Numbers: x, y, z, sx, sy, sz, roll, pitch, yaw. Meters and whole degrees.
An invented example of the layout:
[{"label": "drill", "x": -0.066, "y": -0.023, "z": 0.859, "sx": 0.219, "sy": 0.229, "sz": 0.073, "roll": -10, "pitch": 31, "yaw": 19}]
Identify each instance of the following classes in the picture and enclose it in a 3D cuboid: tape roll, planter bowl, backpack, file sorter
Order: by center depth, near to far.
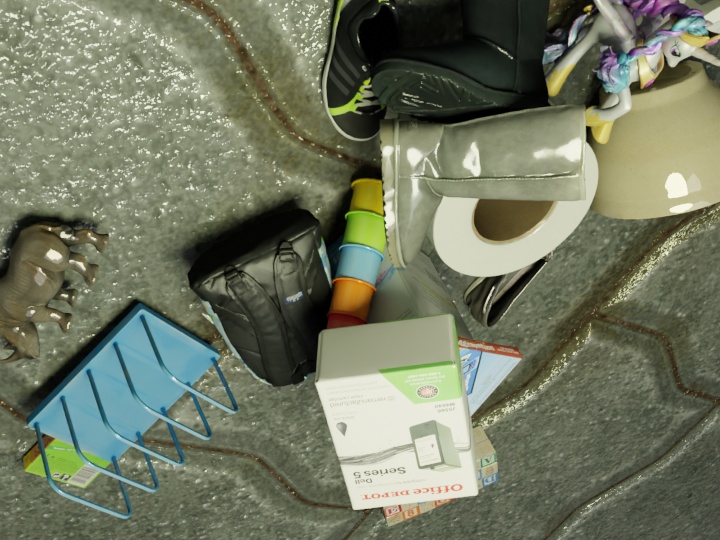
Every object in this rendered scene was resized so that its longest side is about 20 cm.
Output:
[{"label": "tape roll", "x": 0.147, "y": -0.113, "z": 1.093, "sx": 0.201, "sy": 0.140, "sz": 0.204, "roll": -14, "pitch": 135, "yaw": -14}, {"label": "backpack", "x": -0.096, "y": 0.041, "z": 1.130, "sx": 0.162, "sy": 0.154, "sz": 0.201, "roll": -28, "pitch": 116, "yaw": -6}, {"label": "planter bowl", "x": 0.352, "y": -0.163, "z": 1.133, "sx": 0.199, "sy": 0.200, "sz": 0.136, "roll": -21, "pitch": 110, "yaw": -8}, {"label": "file sorter", "x": -0.262, "y": 0.171, "z": 1.134, "sx": 0.200, "sy": 0.123, "sz": 0.139, "roll": -44, "pitch": 135, "yaw": 7}]

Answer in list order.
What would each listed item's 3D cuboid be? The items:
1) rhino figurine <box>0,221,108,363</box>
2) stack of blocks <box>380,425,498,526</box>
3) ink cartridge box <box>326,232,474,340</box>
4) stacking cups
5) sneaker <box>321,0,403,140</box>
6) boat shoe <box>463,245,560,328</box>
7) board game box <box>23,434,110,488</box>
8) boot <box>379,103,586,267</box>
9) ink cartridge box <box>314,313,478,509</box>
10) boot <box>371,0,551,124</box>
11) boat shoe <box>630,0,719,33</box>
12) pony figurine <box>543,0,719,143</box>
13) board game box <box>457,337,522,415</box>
[{"label": "rhino figurine", "x": -0.347, "y": 0.028, "z": 1.032, "sx": 0.087, "sy": 0.060, "sz": 0.200, "roll": 22, "pitch": 121, "yaw": -24}, {"label": "stack of blocks", "x": 0.118, "y": 0.323, "z": 1.556, "sx": 0.199, "sy": 0.059, "sz": 0.116, "roll": -20, "pitch": 137, "yaw": -8}, {"label": "ink cartridge box", "x": 0.054, "y": 0.048, "z": 1.154, "sx": 0.085, "sy": 0.201, "sz": 0.144, "roll": -41, "pitch": 136, "yaw": 15}, {"label": "stacking cups", "x": 0.000, "y": 0.000, "z": 1.092, "sx": 0.060, "sy": 0.202, "sz": 0.061, "roll": 10, "pitch": 165, "yaw": 3}, {"label": "sneaker", "x": 0.004, "y": -0.203, "z": 0.974, "sx": 0.071, "sy": 0.083, "sz": 0.201, "roll": -14, "pitch": 136, "yaw": -14}, {"label": "boat shoe", "x": 0.219, "y": -0.004, "z": 1.295, "sx": 0.067, "sy": 0.057, "sz": 0.200, "roll": 19, "pitch": 120, "yaw": -39}, {"label": "board game box", "x": -0.328, "y": 0.197, "z": 1.230, "sx": 0.200, "sy": 0.030, "sz": 0.095, "roll": -42, "pitch": 135, "yaw": 17}, {"label": "boot", "x": 0.120, "y": -0.080, "z": 0.953, "sx": 0.198, "sy": 0.073, "sz": 0.183, "roll": -3, "pitch": 131, "yaw": 1}, {"label": "ink cartridge box", "x": 0.043, "y": 0.155, "z": 1.034, "sx": 0.144, "sy": 0.084, "sz": 0.201, "roll": -8, "pitch": 127, "yaw": 8}, {"label": "boot", "x": 0.102, "y": -0.230, "z": 0.950, "sx": 0.199, "sy": 0.170, "sz": 0.076, "roll": 9, "pitch": 158, "yaw": -23}, {"label": "boat shoe", "x": 0.373, "y": -0.280, "z": 1.109, "sx": 0.199, "sy": 0.072, "sz": 0.069, "roll": -27, "pitch": 139, "yaw": -14}, {"label": "pony figurine", "x": 0.269, "y": -0.252, "z": 1.002, "sx": 0.166, "sy": 0.194, "sz": 0.200, "roll": -15, "pitch": 165, "yaw": -34}, {"label": "board game box", "x": 0.090, "y": 0.154, "z": 1.118, "sx": 0.102, "sy": 0.020, "sz": 0.200, "roll": 11, "pitch": 129, "yaw": -34}]
